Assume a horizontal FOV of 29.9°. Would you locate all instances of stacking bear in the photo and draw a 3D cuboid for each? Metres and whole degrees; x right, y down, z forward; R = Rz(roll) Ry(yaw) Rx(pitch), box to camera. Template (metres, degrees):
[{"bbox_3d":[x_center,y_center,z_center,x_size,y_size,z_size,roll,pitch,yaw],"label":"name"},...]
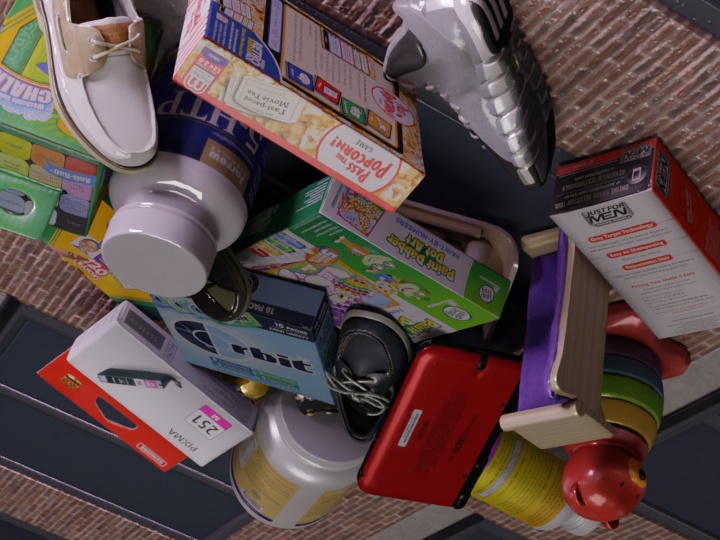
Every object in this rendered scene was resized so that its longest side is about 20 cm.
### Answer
[{"bbox_3d":[0.245,0.151,1.323,0.114,0.200,0.121,-14,137,36],"label":"stacking bear"}]

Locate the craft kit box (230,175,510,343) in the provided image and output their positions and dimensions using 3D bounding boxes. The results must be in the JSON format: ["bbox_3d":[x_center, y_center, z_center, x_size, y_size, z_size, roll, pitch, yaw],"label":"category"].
[{"bbox_3d":[0.000,0.000,1.228,0.197,0.049,0.200,27,156,-23],"label":"craft kit box"}]

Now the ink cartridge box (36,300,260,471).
[{"bbox_3d":[-0.240,0.144,1.483,0.173,0.044,0.200,-35,114,31],"label":"ink cartridge box"}]

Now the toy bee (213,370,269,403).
[{"bbox_3d":[-0.161,0.137,1.547,0.131,0.109,0.200,-8,139,28],"label":"toy bee"}]

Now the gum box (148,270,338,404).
[{"bbox_3d":[-0.108,0.058,1.335,0.170,0.045,0.200,15,158,13],"label":"gum box"}]

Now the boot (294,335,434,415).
[{"bbox_3d":[0.015,0.151,1.457,0.153,0.073,0.204,-6,108,16],"label":"boot"}]

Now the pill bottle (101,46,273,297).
[{"bbox_3d":[-0.145,-0.083,1.143,0.119,0.200,0.120,10,146,7],"label":"pill bottle"}]

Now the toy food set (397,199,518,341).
[{"bbox_3d":[0.045,0.000,1.306,0.200,0.060,0.144,17,146,4],"label":"toy food set"}]

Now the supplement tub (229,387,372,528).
[{"bbox_3d":[-0.062,0.203,1.566,0.145,0.146,0.200,22,145,-9],"label":"supplement tub"}]

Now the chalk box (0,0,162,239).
[{"bbox_3d":[-0.262,-0.121,1.135,0.125,0.200,0.124,20,146,-7],"label":"chalk box"}]

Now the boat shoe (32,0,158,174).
[{"bbox_3d":[-0.206,-0.175,1.061,0.075,0.200,0.068,-16,166,-36],"label":"boat shoe"}]

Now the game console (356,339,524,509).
[{"bbox_3d":[0.098,0.127,1.343,0.172,0.119,0.200,12,125,-16],"label":"game console"}]

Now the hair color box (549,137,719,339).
[{"bbox_3d":[0.263,-0.023,1.193,0.101,0.061,0.200,-15,137,36],"label":"hair color box"}]

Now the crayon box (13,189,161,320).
[{"bbox_3d":[-0.238,-0.031,1.379,0.119,0.058,0.200,-12,137,35],"label":"crayon box"}]

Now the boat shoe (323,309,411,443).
[{"bbox_3d":[0.003,0.106,1.315,0.075,0.062,0.200,21,151,8],"label":"boat shoe"}]

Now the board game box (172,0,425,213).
[{"bbox_3d":[-0.044,-0.147,1.054,0.200,0.152,0.046,30,120,-20],"label":"board game box"}]

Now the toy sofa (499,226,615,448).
[{"bbox_3d":[0.175,0.050,1.209,0.083,0.200,0.098,-17,141,39],"label":"toy sofa"}]

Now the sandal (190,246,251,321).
[{"bbox_3d":[-0.150,-0.042,1.246,0.057,0.201,0.080,-13,157,-44],"label":"sandal"}]

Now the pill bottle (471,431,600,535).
[{"bbox_3d":[0.187,0.231,1.546,0.200,0.104,0.104,30,143,-20],"label":"pill bottle"}]

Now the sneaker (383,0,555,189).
[{"bbox_3d":[0.081,-0.148,1.088,0.115,0.075,0.200,-1,133,30],"label":"sneaker"}]
